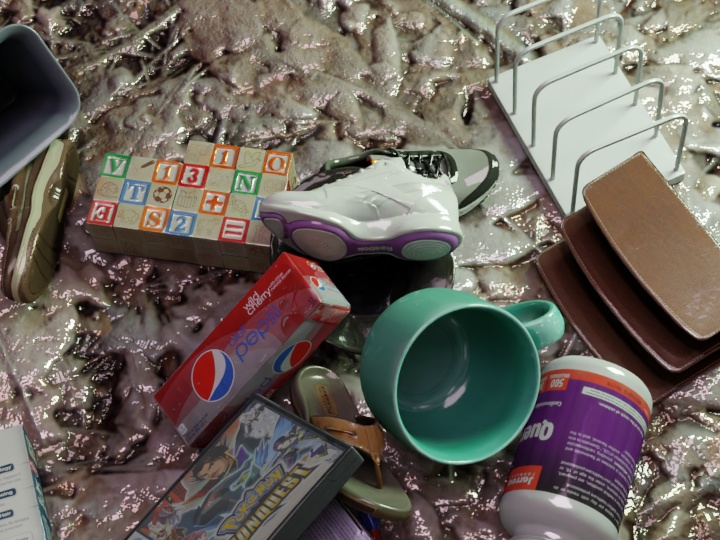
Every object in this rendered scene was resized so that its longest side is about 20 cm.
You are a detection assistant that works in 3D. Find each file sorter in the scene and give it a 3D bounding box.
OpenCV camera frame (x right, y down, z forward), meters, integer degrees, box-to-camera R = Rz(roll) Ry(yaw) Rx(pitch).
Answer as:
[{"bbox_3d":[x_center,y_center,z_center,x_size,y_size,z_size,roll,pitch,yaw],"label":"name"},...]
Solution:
[{"bbox_3d":[0.237,-0.179,1.684,0.138,0.125,0.201,-22,62,-8],"label":"file sorter"}]

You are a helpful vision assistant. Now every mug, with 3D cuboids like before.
[{"bbox_3d":[0.089,0.095,1.514,0.183,0.114,0.154,5,98,-25],"label":"mug"}]

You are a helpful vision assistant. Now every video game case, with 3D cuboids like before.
[{"bbox_3d":[-0.112,0.211,1.431,0.200,0.026,0.180,-48,31,-14],"label":"video game case"}]

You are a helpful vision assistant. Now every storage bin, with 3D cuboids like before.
[{"bbox_3d":[-0.424,-0.169,1.697,0.200,0.146,0.134,-45,29,-20],"label":"storage bin"}]

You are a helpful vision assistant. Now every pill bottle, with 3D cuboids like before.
[{"bbox_3d":[0.195,0.188,1.488,0.111,0.113,0.201,15,62,12],"label":"pill bottle"}]

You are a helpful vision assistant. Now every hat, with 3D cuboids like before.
[{"bbox_3d":[0.000,0.000,1.619,0.198,0.081,0.203,1,68,-2],"label":"hat"}]

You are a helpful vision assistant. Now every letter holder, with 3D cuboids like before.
[{"bbox_3d":[0.275,0.011,1.587,0.141,0.101,0.201,-30,65,-11],"label":"letter holder"}]

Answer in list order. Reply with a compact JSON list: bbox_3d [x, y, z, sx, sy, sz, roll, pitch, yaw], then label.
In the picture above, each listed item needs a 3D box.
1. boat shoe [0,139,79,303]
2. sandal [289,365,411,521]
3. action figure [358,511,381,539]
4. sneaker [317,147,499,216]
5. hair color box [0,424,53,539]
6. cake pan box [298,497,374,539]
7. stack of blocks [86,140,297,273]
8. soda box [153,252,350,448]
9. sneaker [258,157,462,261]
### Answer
[{"bbox_3d":[-0.351,-0.051,1.680,0.074,0.075,0.204,3,49,8],"label":"boat shoe"},{"bbox_3d":[-0.008,0.150,1.485,0.081,0.055,0.201,10,34,-29],"label":"sandal"},{"bbox_3d":[-0.018,0.195,1.535,0.065,0.052,0.202,-17,59,-1],"label":"action figure"},{"bbox_3d":[0.048,-0.093,1.673,0.198,0.080,0.075,-10,59,-4],"label":"sneaker"},{"bbox_3d":[-0.340,0.256,1.510,0.099,0.061,0.202,-15,61,-6],"label":"hair color box"},{"bbox_3d":[-0.071,0.284,1.461,0.184,0.052,0.200,-43,65,1],"label":"cake pan box"},{"bbox_3d":[-0.174,-0.071,1.684,0.198,0.059,0.116,7,61,7],"label":"stack of blocks"},{"bbox_3d":[-0.103,0.079,1.541,0.200,0.063,0.070,-46,64,14],"label":"soda box"},{"bbox_3d":[0.000,-0.062,1.569,0.198,0.075,0.101,4,60,-7],"label":"sneaker"}]
